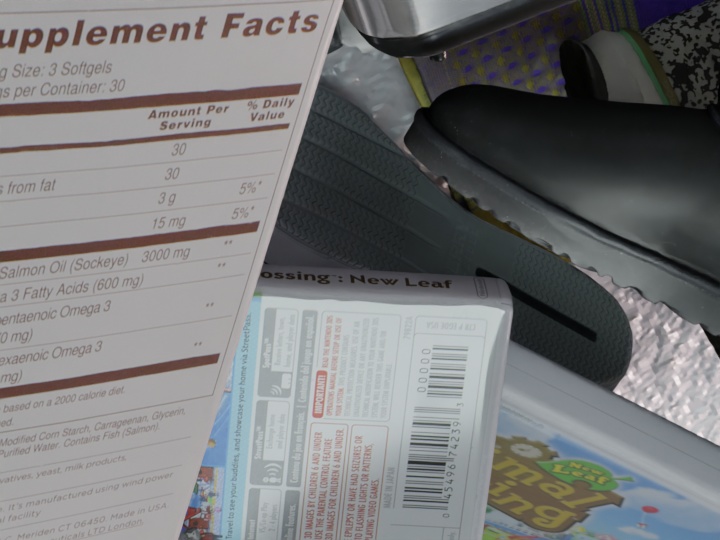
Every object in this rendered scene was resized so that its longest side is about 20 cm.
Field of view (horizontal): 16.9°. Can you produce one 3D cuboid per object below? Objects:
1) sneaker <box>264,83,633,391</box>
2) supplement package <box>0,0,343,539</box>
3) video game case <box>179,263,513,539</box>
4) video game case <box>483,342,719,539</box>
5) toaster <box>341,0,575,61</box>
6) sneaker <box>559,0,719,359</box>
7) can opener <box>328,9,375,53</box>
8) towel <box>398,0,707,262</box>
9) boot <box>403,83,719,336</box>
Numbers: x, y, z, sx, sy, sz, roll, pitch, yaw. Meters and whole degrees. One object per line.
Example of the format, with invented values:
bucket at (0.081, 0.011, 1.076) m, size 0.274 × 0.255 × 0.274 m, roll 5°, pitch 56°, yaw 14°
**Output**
sneaker at (0.000, 0.000, 0.860) m, size 0.200 × 0.073 × 0.071 m, roll 35°, pitch 139°, yaw -14°
supplement package at (-0.101, -0.021, 0.614) m, size 0.117 × 0.117 × 0.200 m, roll -7°, pitch 128°, yaw -38°
video game case at (-0.052, 0.089, 0.780) m, size 0.182 × 0.022 × 0.200 m, roll 3°, pitch 116°, yaw -6°
video game case at (0.039, 0.077, 0.878) m, size 0.200 × 0.022 × 0.182 m, roll 27°, pitch 151°, yaw -20°
toaster at (0.047, -0.162, 0.691) m, size 0.200 × 0.181 × 0.119 m, roll -20°, pitch 123°, yaw 3°
sneaker at (0.151, -0.011, 0.827) m, size 0.088 × 0.077 × 0.200 m, roll -31°, pitch 100°, yaw 3°
can opener at (-0.024, -0.091, 0.799) m, size 0.200 × 0.066 × 0.053 m, roll -15°, pitch 90°, yaw 6°
towel at (0.116, -0.074, 0.870) m, size 0.200 × 0.023 × 0.144 m, roll -18°, pitch 128°, yaw 0°
boot at (0.129, -0.086, 0.746) m, size 0.165 × 0.066 × 0.200 m, roll 27°, pitch 103°, yaw 0°
